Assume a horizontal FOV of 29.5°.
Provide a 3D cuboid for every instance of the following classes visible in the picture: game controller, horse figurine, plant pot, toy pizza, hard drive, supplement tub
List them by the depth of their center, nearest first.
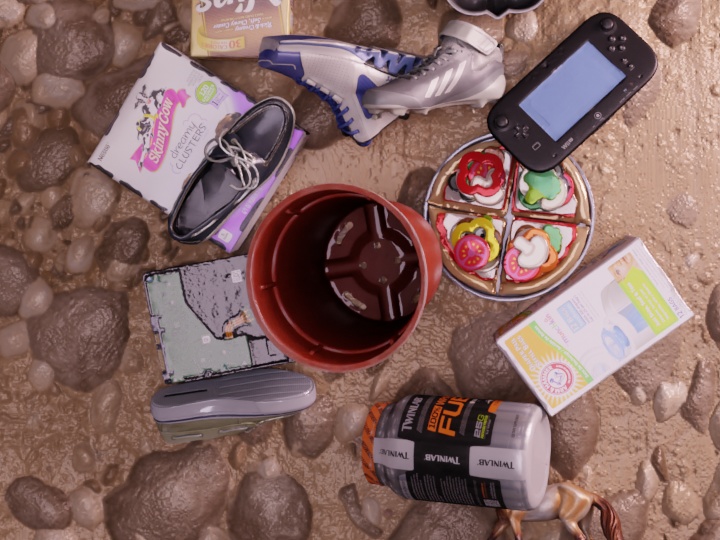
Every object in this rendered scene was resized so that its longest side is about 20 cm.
[{"bbox_3d":[0.000,0.000,1.523,0.200,0.195,0.201,2,95,16],"label":"plant pot"},{"bbox_3d":[0.243,-0.203,1.563,0.200,0.042,0.104,-43,64,0],"label":"game controller"},{"bbox_3d":[0.109,0.206,1.564,0.200,0.123,0.123,2,94,20],"label":"supplement tub"},{"bbox_3d":[0.171,-0.064,1.584,0.200,0.032,0.201,-1,86,10],"label":"toy pizza"},{"bbox_3d":[0.217,0.292,1.602,0.200,0.050,0.133,1,71,13],"label":"horse figurine"},{"bbox_3d":[-0.149,0.052,1.628,0.200,0.038,0.140,-11,93,4],"label":"hard drive"}]

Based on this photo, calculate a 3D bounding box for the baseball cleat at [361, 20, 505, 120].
[{"bbox_3d":[0.081,-0.227,1.537,0.070,0.200,0.107,13,109,48],"label":"baseball cleat"}]

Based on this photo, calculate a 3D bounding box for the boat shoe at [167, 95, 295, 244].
[{"bbox_3d":[-0.147,-0.113,1.533,0.075,0.062,0.200,44,95,1],"label":"boat shoe"}]

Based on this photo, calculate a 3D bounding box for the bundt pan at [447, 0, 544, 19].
[{"bbox_3d":[0.153,-0.384,1.556,0.202,0.076,0.202,0,94,5],"label":"bundt pan"}]

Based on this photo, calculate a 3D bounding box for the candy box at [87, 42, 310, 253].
[{"bbox_3d":[-0.188,-0.143,1.600,0.200,0.072,0.168,32,96,1],"label":"candy box"}]

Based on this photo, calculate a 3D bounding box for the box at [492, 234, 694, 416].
[{"bbox_3d":[0.263,0.062,1.566,0.200,0.101,0.113,-36,90,6],"label":"box"}]

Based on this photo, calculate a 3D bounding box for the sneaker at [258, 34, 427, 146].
[{"bbox_3d":[-0.018,-0.203,1.562,0.199,0.081,0.115,6,102,-21],"label":"sneaker"}]

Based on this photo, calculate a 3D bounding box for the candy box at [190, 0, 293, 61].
[{"bbox_3d":[-0.136,-0.346,1.591,0.115,0.055,0.200,2,94,3],"label":"candy box"}]

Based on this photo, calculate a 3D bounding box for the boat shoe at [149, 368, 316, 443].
[{"bbox_3d":[-0.149,0.163,1.629,0.200,0.072,0.062,-6,121,7],"label":"boat shoe"}]
